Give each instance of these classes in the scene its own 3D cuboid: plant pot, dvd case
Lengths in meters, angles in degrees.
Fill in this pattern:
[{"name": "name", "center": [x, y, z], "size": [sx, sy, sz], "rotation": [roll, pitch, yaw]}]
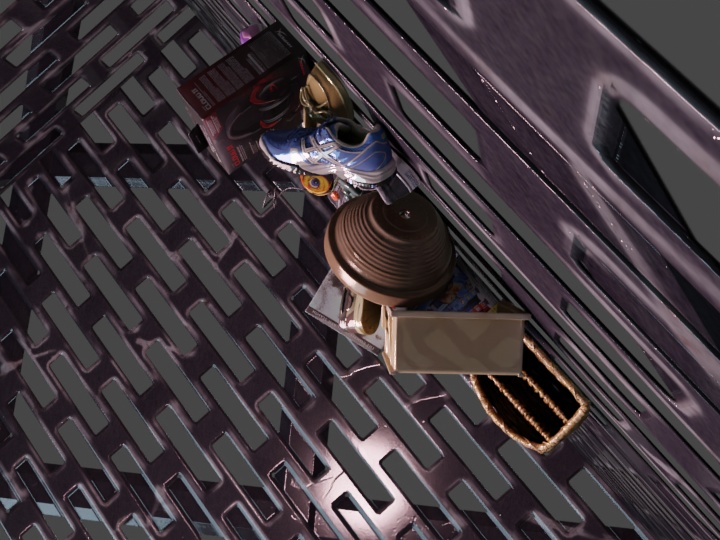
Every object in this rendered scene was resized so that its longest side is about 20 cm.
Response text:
[{"name": "plant pot", "center": [0.053, -0.054, 1.189], "size": [0.201, 0.200, 0.093], "rotation": [49, 144, 22]}, {"name": "dvd case", "center": [0.021, 0.019, 1.338], "size": [0.145, 0.201, 0.022], "rotation": [32, -173, -4]}]

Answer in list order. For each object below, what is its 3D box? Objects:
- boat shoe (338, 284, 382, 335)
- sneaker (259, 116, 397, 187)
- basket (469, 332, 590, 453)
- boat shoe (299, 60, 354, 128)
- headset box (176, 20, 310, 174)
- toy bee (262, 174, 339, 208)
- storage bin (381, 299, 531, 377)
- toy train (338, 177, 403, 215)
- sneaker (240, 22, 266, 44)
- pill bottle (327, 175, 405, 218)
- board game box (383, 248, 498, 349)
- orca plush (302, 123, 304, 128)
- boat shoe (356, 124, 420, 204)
[{"name": "boat shoe", "center": [0.000, 0.001, 1.272], "size": [0.066, 0.202, 0.072], "rotation": [-2, 161, 28]}, {"name": "sneaker", "center": [-0.045, -0.170, 1.086], "size": [0.199, 0.076, 0.077], "rotation": [10, 133, 20]}, {"name": "basket", "center": [0.281, 0.212, 1.406], "size": [0.200, 0.143, 0.149], "rotation": [49, -178, 20]}, {"name": "boat shoe", "center": [-0.056, -0.211, 1.135], "size": [0.073, 0.063, 0.201], "rotation": [51, 165, 13]}, {"name": "headset box", "center": [-0.168, -0.245, 1.202], "size": [0.075, 0.200, 0.149], "rotation": [49, 169, 23]}, {"name": "toy bee", "center": [-0.070, -0.176, 1.430], "size": [0.108, 0.201, 0.131], "rotation": [31, -160, 5]}, {"name": "storage bin", "center": [0.136, 0.096, 1.241], "size": [0.199, 0.198, 0.095], "rotation": [-116, 27, -84]}, {"name": "toy train", "center": [0.028, -0.136, 1.405], "size": [0.114, 0.085, 0.200], "rotation": [39, 180, 4]}, {"name": "sneaker", "center": [-0.168, -0.339, 1.388], "size": [0.200, 0.088, 0.081], "rotation": [49, -148, -67]}, {"name": "pill bottle", "center": [0.020, -0.127, 1.636], "size": [0.200, 0.106, 0.106], "rotation": [50, -178, 42]}, {"name": "board game box", "center": [0.129, 0.081, 1.407], "size": [0.200, 0.200, 0.062], "rotation": [47, -175, -37]}, {"name": "orca plush", "center": [-0.059, -0.240, 1.327], "size": [0.071, 0.106, 0.200], "rotation": [5, -163, -35]}, {"name": "boat shoe", "center": [0.016, -0.148, 1.171], "size": [0.072, 0.068, 0.200], "rotation": [48, -179, -37]}]
